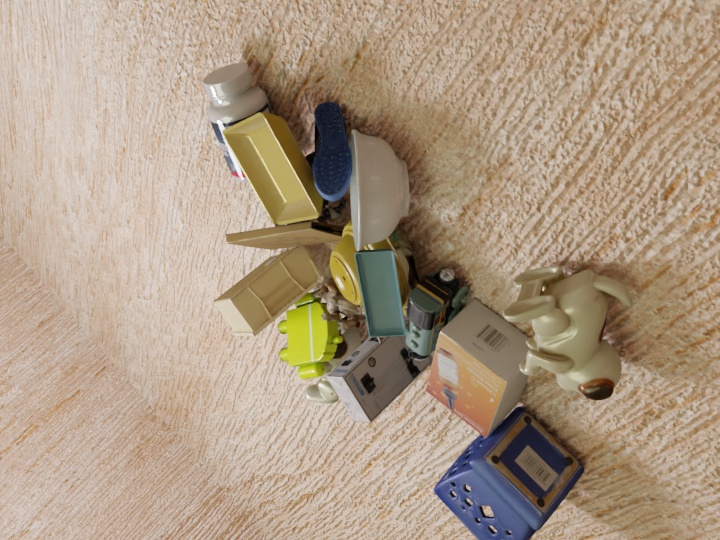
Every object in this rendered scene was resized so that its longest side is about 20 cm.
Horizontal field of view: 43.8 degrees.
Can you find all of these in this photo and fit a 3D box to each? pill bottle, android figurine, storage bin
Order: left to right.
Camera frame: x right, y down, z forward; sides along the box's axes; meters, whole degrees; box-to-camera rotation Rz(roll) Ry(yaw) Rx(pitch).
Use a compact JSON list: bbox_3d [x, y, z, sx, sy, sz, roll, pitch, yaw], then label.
[{"bbox_3d":[-0.220,-0.280,1.687,0.119,0.119,0.201,16,135,43],"label":"pill bottle"},{"bbox_3d":[-0.196,0.042,1.896,0.094,0.198,0.200,53,163,-8],"label":"storage bin"},{"bbox_3d":[-0.106,0.136,1.897,0.199,0.041,0.184,-19,70,47],"label":"android figurine"}]

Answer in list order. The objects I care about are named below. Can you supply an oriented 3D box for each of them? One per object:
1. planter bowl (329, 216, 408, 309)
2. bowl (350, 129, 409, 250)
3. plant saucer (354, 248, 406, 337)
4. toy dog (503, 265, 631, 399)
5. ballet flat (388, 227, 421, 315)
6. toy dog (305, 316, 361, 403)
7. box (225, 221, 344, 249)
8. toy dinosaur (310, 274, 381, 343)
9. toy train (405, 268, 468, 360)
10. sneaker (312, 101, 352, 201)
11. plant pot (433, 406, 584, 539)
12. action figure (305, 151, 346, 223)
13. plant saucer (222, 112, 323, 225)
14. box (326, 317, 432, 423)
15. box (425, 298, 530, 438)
[{"bbox_3d":[0.000,0.000,1.636,0.201,0.083,0.201,53,159,31],"label":"planter bowl"},{"bbox_3d":[0.032,-0.136,1.503,0.201,0.090,0.203,177,90,-87],"label":"bowl"},{"bbox_3d":[0.037,0.040,1.570,0.069,0.019,0.201,-3,131,8],"label":"plant saucer"},{"bbox_3d":[0.332,0.100,1.376,0.193,0.140,0.201,-18,112,19],"label":"toy dog"},{"bbox_3d":[0.081,0.017,1.659,0.070,0.071,0.201,18,134,42],"label":"ballet flat"},{"bbox_3d":[-0.047,0.193,1.966,0.193,0.140,0.201,21,139,28],"label":"toy dog"},{"bbox_3d":[-0.134,-0.066,1.729,0.199,0.163,0.021,-6,84,29],"label":"box"},{"bbox_3d":[-0.016,0.064,1.801,0.199,0.135,0.086,29,108,18],"label":"toy dinosaur"},{"bbox_3d":[0.130,0.082,1.628,0.085,0.114,0.201,36,147,23],"label":"toy train"},{"bbox_3d":[-0.046,-0.191,1.527,0.070,0.201,0.078,-4,148,4],"label":"sneaker"},{"bbox_3d":[0.289,0.393,1.688,0.200,0.200,0.180,44,143,11],"label":"plant pot"},{"bbox_3d":[-0.075,-0.155,1.672,0.130,0.069,0.200,47,166,6],"label":"action figure"},{"bbox_3d":[-0.146,-0.183,1.577,0.200,0.048,0.201,-3,119,61],"label":"plant saucer"},{"bbox_3d":[0.041,0.196,1.786,0.060,0.200,0.117,-9,116,55],"label":"box"},{"bbox_3d":[0.218,0.180,1.627,0.152,0.106,0.201,36,147,22],"label":"box"}]
